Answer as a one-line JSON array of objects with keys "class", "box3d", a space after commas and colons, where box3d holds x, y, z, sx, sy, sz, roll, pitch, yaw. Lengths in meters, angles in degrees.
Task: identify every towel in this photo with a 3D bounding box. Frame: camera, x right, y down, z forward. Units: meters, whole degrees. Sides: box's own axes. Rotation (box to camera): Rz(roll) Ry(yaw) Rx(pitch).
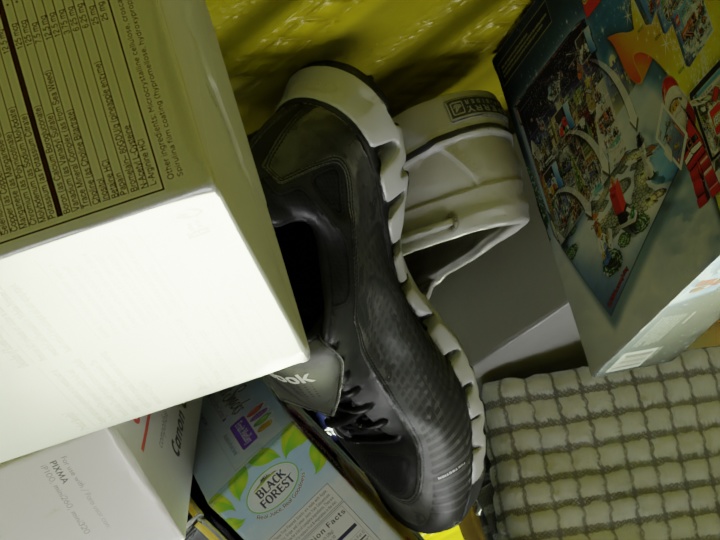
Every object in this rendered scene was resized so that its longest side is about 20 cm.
[{"class": "towel", "box3d": [0.150, 0.122, 1.209, 0.199, 0.167, 0.086, -9, 167, -13]}]

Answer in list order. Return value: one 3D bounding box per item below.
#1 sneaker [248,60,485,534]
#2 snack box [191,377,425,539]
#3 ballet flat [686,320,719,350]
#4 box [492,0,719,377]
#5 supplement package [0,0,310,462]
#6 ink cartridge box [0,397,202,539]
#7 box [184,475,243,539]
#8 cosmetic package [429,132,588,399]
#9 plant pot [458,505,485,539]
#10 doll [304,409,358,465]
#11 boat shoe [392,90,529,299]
[{"class": "sneaker", "box3d": [-0.010, 0.027, 1.052, 0.066, 0.201, 0.090, 6, -145, 36]}, {"class": "snack box", "box3d": [-0.014, 0.109, 1.186, 0.053, 0.142, 0.200, -42, -167, -2]}, {"class": "ballet flat", "box3d": [0.083, 0.033, 1.307, 0.199, 0.070, 0.069, 6, 173, 23]}, {"class": "box", "box3d": [0.113, -0.060, 0.993, 0.037, 0.137, 0.200, -10, 162, -20]}, {"class": "supplement package", "box3d": [-0.139, -0.030, 0.800, 0.199, 0.148, 0.191, -18, 163, 1]}, {"class": "ink cartridge box", "box3d": [-0.133, 0.075, 1.126, 0.199, 0.068, 0.117, -23, -152, 14]}, {"class": "box", "box3d": [-0.050, 0.145, 1.223, 0.049, 0.160, 0.200, -44, 120, -2]}, {"class": "cosmetic package", "box3d": [0.086, -0.007, 1.200, 0.200, 0.091, 0.107, -39, 156, 27]}, {"class": "plant pot", "box3d": [0.123, 0.074, 1.417, 0.199, 0.201, 0.175, -21, 145, 12]}, {"class": "doll", "box3d": [-0.015, 0.070, 1.356, 0.136, 0.049, 0.200, 35, 167, -23]}, {"class": "boat shoe", "box3d": [0.000, 0.000, 1.135, 0.072, 0.066, 0.200, -1, 155, -45]}]
